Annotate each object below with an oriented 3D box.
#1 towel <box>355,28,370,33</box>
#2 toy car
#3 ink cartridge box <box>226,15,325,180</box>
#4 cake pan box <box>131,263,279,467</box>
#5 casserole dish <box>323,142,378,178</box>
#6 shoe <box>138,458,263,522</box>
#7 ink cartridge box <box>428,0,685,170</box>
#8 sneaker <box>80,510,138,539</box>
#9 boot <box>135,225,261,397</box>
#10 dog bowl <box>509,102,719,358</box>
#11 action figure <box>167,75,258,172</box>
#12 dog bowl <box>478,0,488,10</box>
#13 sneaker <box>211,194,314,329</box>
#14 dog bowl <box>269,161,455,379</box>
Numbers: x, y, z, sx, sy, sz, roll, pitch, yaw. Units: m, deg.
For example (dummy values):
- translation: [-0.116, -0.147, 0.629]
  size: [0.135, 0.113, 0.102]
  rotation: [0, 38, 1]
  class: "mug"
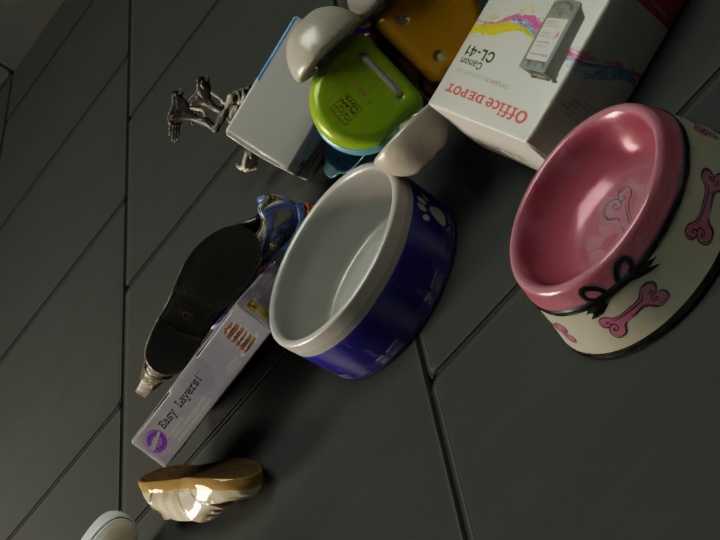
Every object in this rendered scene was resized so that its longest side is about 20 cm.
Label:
- translation: [0.072, -0.323, 1.692]
  size: [0.200, 0.050, 0.148]
  rotation: [-44, -1, 35]
  class: "towel"
- translation: [0.029, -0.187, 1.467]
  size: [0.200, 0.175, 0.150]
  rotation: [-45, 0, -17]
  class: "toy car"
- translation: [-0.066, -0.187, 1.715]
  size: [0.147, 0.085, 0.200]
  rotation: [-59, -5, 3]
  class: "ink cartridge box"
- translation: [-0.150, 0.098, 1.616]
  size: [0.201, 0.052, 0.184]
  rotation: [-52, 0, 14]
  class: "cake pan box"
- translation: [0.031, -0.179, 1.676]
  size: [0.201, 0.039, 0.121]
  rotation: [-56, 25, 7]
  class: "casserole dish"
- translation: [-0.158, 0.228, 1.574]
  size: [0.199, 0.069, 0.054]
  rotation: [-12, 95, 53]
  class: "shoe"
- translation: [0.172, -0.195, 1.344]
  size: [0.147, 0.085, 0.201]
  rotation: [29, 87, 50]
  class: "ink cartridge box"
- translation: [-0.276, 0.358, 1.638]
  size: [0.071, 0.073, 0.202]
  rotation: [8, 78, 53]
  class: "sneaker"
- translation: [-0.187, 0.045, 1.687]
  size: [0.201, 0.069, 0.174]
  rotation: [-55, 3, -12]
  class: "boot"
- translation: [0.194, -0.039, 1.178]
  size: [0.200, 0.073, 0.201]
  rotation: [-42, 30, 31]
  class: "dog bowl"
- translation: [-0.133, -0.187, 1.917]
  size: [0.198, 0.103, 0.119]
  rotation: [6, 28, 22]
  class: "action figure"
- translation: [0.132, -0.312, 1.537]
  size: [0.200, 0.049, 0.112]
  rotation: [-43, 29, 33]
  class: "dog bowl"
- translation: [-0.132, -0.014, 1.749]
  size: [0.200, 0.078, 0.076]
  rotation: [-50, 26, 21]
  class: "sneaker"
- translation: [0.000, 0.000, 1.489]
  size: [0.200, 0.078, 0.201]
  rotation: [-42, 30, 32]
  class: "dog bowl"
